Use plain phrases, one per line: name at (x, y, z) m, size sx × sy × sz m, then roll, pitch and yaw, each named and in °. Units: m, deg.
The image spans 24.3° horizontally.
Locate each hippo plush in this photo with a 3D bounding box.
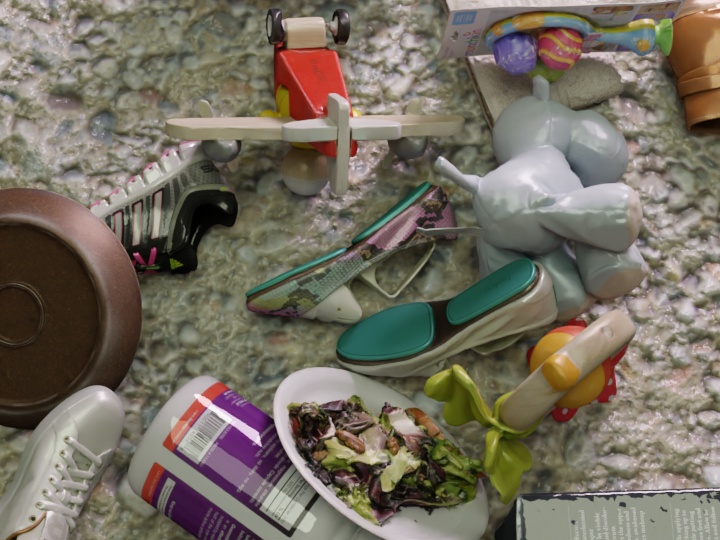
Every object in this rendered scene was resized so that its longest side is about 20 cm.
hippo plush at (0.150, -0.062, 1.431) m, size 0.198 × 0.160 × 0.162 m, roll 14°, pitch 45°, yaw -3°

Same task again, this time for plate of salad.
plate of salad at (0.022, 0.140, 1.321) m, size 0.200 × 0.200 × 0.048 m, roll 41°, pitch 118°, yaw 11°

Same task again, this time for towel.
towel at (0.148, -0.231, 1.524) m, size 0.131 × 0.035 × 0.201 m, roll -18°, pitch 72°, yaw -7°

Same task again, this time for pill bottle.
pill bottle at (-0.079, 0.180, 1.329) m, size 0.199 × 0.113 × 0.113 m, roll 34°, pitch 73°, yaw 9°

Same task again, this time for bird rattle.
bird rattle at (0.162, 0.091, 1.328) m, size 0.199 × 0.163 × 0.113 m, roll -21°, pitch 73°, yaw -37°

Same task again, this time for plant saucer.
plant saucer at (-0.278, 0.034, 1.368) m, size 0.198 × 0.034 × 0.202 m, roll 1°, pitch 96°, yaw 7°

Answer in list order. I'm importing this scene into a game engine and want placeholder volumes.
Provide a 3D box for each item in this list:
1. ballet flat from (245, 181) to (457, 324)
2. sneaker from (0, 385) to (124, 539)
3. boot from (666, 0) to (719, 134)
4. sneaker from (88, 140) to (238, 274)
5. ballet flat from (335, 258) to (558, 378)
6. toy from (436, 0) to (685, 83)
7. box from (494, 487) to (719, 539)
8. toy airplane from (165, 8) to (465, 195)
ballet flat at (0.000, 0.000, 1.426) m, size 0.199 × 0.069 × 0.072 m, roll -32°, pitch 94°, yaw -13°
sneaker at (-0.240, 0.188, 1.327) m, size 0.084 × 0.073 × 0.201 m, roll 21°, pitch 74°, yaw 52°
boot at (0.374, -0.200, 1.504) m, size 0.198 × 0.074 × 0.156 m, roll -6°, pitch 69°, yaw 8°
sneaker at (-0.182, -0.022, 1.417) m, size 0.200 × 0.074 × 0.087 m, roll -41°, pitch 73°, yaw -18°
ballet flat at (0.075, 0.054, 1.393) m, size 0.199 × 0.069 × 0.070 m, roll -23°, pitch 70°, yaw 21°
toy at (0.171, -0.190, 1.435) m, size 0.198 × 0.115 × 0.048 m, roll -6°, pitch 76°, yaw -5°
box at (0.211, 0.235, 1.303) m, size 0.198 × 0.148 × 0.105 m, roll -3°, pitch 71°, yaw -2°
toy airplane at (-0.036, -0.119, 1.423) m, size 0.199 × 0.142 × 0.199 m, roll 25°, pitch 39°, yaw 21°
